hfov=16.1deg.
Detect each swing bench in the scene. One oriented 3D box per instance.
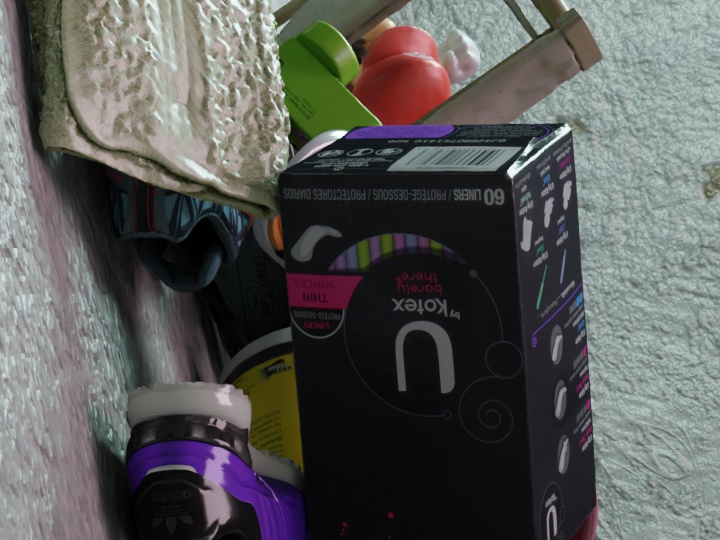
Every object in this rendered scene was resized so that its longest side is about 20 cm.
[{"bbox_3d":[0.022,-0.143,1.576,0.201,0.198,0.130,58,4,22],"label":"swing bench"}]

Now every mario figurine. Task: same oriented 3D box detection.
[{"bbox_3d":[-0.001,-0.140,1.730,0.106,0.124,0.200,49,-17,-21],"label":"mario figurine"}]

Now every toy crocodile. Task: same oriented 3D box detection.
[{"bbox_3d":[-0.064,-0.120,1.409,0.200,0.067,0.062,40,-20,17],"label":"toy crocodile"}]

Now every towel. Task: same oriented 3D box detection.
[{"bbox_3d":[-0.096,-0.127,1.205,0.148,0.036,0.201,16,56,-41],"label":"towel"}]

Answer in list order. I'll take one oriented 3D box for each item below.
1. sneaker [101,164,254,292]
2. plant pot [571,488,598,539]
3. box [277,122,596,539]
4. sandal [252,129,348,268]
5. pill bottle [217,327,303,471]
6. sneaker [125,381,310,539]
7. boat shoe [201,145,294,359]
[{"bbox_3d":[-0.094,-0.035,1.312,0.200,0.079,0.096,29,62,-74],"label":"sneaker"},{"bbox_3d":[0.032,0.125,1.649,0.179,0.199,0.201,-120,-170,-50],"label":"plant pot"},{"bbox_3d":[0.040,0.037,1.233,0.106,0.121,0.202,-38,125,-63],"label":"box"},{"bbox_3d":[0.013,-0.007,1.375,0.059,0.079,0.207,34,-5,32],"label":"sandal"},{"bbox_3d":[-0.021,0.135,1.372,0.201,0.111,0.113,-97,172,-46],"label":"pill bottle"},{"bbox_3d":[-0.069,0.129,1.190,0.200,0.069,0.100,60,26,-65],"label":"sneaker"},{"bbox_3d":[-0.066,-0.024,1.465,0.066,0.074,0.201,-119,-158,-65],"label":"boat shoe"}]
